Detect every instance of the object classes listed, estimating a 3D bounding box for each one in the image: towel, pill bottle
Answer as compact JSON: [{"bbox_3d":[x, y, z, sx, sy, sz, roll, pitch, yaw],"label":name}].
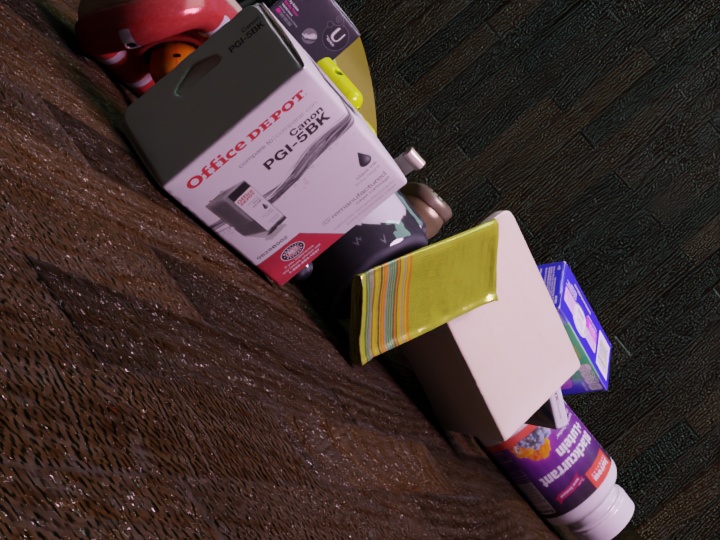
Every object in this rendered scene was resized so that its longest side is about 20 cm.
[{"bbox_3d":[0.063,0.018,1.377,0.018,0.087,0.199,22,31,38],"label":"towel"},{"bbox_3d":[0.241,0.237,1.824,0.200,0.111,0.111,49,5,-11],"label":"pill bottle"}]

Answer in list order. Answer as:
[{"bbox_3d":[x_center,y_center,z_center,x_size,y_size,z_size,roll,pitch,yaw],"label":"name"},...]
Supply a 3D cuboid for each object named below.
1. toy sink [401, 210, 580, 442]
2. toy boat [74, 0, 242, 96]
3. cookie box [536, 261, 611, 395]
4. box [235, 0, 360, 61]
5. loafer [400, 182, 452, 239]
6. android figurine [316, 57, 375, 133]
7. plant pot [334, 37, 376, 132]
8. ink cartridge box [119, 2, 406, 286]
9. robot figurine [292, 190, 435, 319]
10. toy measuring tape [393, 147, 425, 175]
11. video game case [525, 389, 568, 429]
[{"bbox_3d":[0.115,0.052,1.546,0.111,0.130,0.202,5,-51,53],"label":"toy sink"},{"bbox_3d":[-0.160,-0.171,1.285,0.200,0.129,0.133,40,40,-66],"label":"toy boat"},{"bbox_3d":[0.186,0.083,1.849,0.172,0.198,0.076,55,37,-39],"label":"cookie box"},{"bbox_3d":[-0.115,-0.271,1.818,0.106,0.200,0.122,47,6,-27],"label":"box"},{"bbox_3d":[0.030,-0.059,1.703,0.076,0.068,0.200,45,-17,-14],"label":"loafer"},{"bbox_3d":[-0.054,-0.149,1.711,0.041,0.183,0.201,-16,61,-47],"label":"android figurine"},{"bbox_3d":[-0.085,-0.237,1.991,0.178,0.199,0.200,65,11,27],"label":"plant pot"},{"bbox_3d":[-0.072,-0.094,1.190,0.083,0.146,0.200,55,7,33],"label":"ink cartridge box"},{"bbox_3d":[-0.014,-0.037,1.431,0.201,0.124,0.150,53,6,19],"label":"robot figurine"},{"bbox_3d":[-0.012,-0.063,1.547,0.073,0.199,0.075,17,60,-33],"label":"toy measuring tape"},{"bbox_3d":[0.147,0.082,1.707,0.199,0.022,0.185,3,-70,57],"label":"video game case"}]
